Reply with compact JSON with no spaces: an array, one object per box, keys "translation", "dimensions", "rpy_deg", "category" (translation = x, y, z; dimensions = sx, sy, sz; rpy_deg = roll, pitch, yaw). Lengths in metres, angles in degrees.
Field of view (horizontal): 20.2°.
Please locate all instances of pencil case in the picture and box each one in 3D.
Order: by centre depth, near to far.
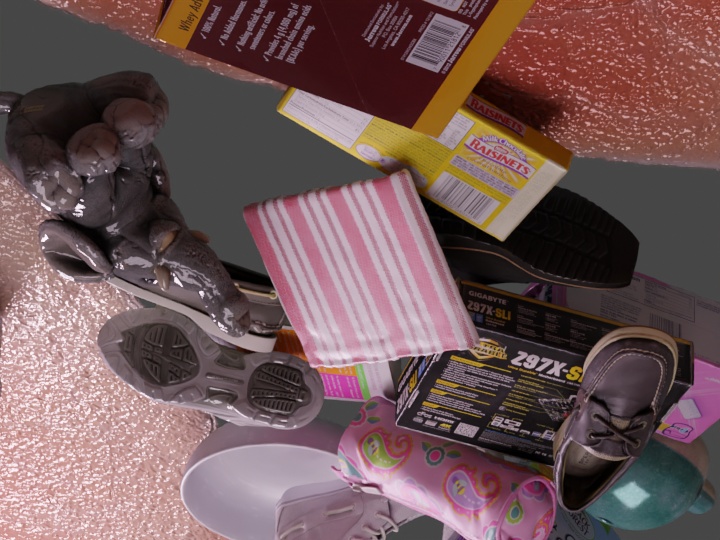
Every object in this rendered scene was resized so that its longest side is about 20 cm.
[{"translation":[0.069,0.177,1.711],"dimensions":[0.199,0.088,0.088],"rpy_deg":[22,157,38],"category":"pencil case"}]

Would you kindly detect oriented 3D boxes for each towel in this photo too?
[{"translation":[0.000,0.000,1.565],"dimensions":[0.200,0.030,0.147],"rpy_deg":[-9,109,49],"category":"towel"}]

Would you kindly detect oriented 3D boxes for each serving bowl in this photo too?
[{"translation":[-0.067,0.189,1.905],"dimensions":[0.199,0.066,0.201],"rpy_deg":[3,143,2],"category":"serving bowl"}]

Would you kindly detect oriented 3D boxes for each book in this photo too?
[{"translation":[-0.068,0.066,1.755],"dimensions":[0.199,0.048,0.134],"rpy_deg":[4,146,9],"category":"book"}]

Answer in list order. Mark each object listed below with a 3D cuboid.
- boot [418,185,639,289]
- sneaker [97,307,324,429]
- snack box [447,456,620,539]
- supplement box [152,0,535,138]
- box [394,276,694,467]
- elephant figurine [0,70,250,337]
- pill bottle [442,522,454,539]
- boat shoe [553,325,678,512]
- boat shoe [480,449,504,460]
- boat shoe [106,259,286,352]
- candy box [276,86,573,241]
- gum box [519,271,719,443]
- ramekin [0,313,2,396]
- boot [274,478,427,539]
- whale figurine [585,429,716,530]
[{"translation":[0.113,-0.007,1.599],"dimensions":[0.199,0.078,0.139],"rpy_deg":[18,151,7],"category":"boot"},{"translation":[-0.129,0.095,1.721],"dimensions":[0.199,0.078,0.099],"rpy_deg":[21,165,4],"category":"sneaker"},{"translation":[0.150,0.268,1.819],"dimensions":[0.053,0.200,0.142],"rpy_deg":[-29,101,42],"category":"snack box"},{"translation":[0.001,-0.216,1.263],"dimensions":[0.199,0.133,0.197],"rpy_deg":[18,144,-13],"category":"supplement box"},{"translation":[0.144,0.091,1.620],"dimensions":[0.199,0.050,0.160],"rpy_deg":[15,140,-9],"category":"box"},{"translation":[-0.184,-0.042,1.540],"dimensions":[0.141,0.155,0.200],"rpy_deg":[-20,131,2],"category":"elephant figurine"},{"translation":[0.126,0.298,1.902],"dimensions":[0.109,0.201,0.110],"rpy_deg":[6,145,4],"category":"pill bottle"},{"translation":[0.195,0.118,1.553],"dimensions":[0.073,0.065,0.200],"rpy_deg":[11,141,-2],"category":"boat shoe"},{"translation":[0.082,0.126,1.785],"dimensions":[0.059,0.072,0.200],"rpy_deg":[-5,149,13],"category":"boat shoe"},{"translation":[-0.152,-0.001,1.663],"dimensions":[0.201,0.072,0.061],"rpy_deg":[25,101,-1],"category":"boat shoe"},{"translation":[0.045,-0.102,1.476],"dimensions":[0.199,0.026,0.102],"rpy_deg":[30,138,-9],"category":"candy box"},{"translation":[0.216,0.062,1.664],"dimensions":[0.199,0.066,0.114],"rpy_deg":[20,142,-16],"category":"gum box"},{"translation":[-0.406,0.057,1.772],"dimensions":[0.201,0.095,0.203],"rpy_deg":[6,145,4],"category":"ramekin"},{"translation":[0.010,0.233,1.818],"dimensions":[0.199,0.096,0.074],"rpy_deg":[-18,138,28],"category":"boot"},{"translation":[0.235,0.189,1.800],"dimensions":[0.158,0.104,0.200],"rpy_deg":[23,159,10],"category":"whale figurine"}]
